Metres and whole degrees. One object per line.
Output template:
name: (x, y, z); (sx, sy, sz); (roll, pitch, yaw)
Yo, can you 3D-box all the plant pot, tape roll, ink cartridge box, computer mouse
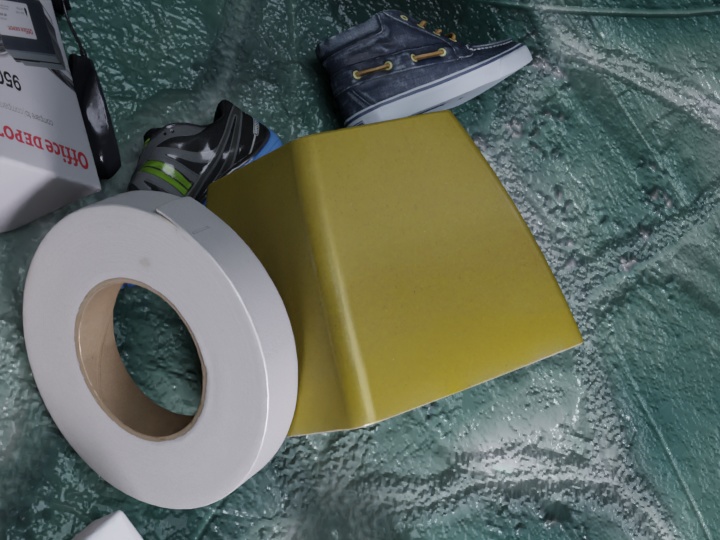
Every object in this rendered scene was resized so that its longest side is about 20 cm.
plant pot: (0.000, 0.000, 0.800); (0.198, 0.199, 0.180); (-15, 90, -36)
tape roll: (-0.130, 0.050, 0.737); (0.205, 0.202, 0.037); (59, 35, 1)
ink cartridge box: (-0.258, -0.139, 0.756); (0.144, 0.083, 0.203); (14, 58, -73)
computer mouse: (-0.215, -0.161, 0.847); (0.033, 0.059, 0.203); (-16, 80, -14)

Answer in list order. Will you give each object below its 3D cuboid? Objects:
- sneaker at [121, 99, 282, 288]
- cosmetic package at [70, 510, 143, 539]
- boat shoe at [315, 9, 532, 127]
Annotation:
sneaker: (-0.142, -0.057, 0.849); (0.083, 0.071, 0.199); (44, 56, 4)
cosmetic package: (-0.138, 0.265, 0.736); (0.101, 0.071, 0.201); (-38, 93, -32)
boat shoe: (0.057, -0.183, 0.990); (0.198, 0.071, 0.092); (-25, 90, -30)
